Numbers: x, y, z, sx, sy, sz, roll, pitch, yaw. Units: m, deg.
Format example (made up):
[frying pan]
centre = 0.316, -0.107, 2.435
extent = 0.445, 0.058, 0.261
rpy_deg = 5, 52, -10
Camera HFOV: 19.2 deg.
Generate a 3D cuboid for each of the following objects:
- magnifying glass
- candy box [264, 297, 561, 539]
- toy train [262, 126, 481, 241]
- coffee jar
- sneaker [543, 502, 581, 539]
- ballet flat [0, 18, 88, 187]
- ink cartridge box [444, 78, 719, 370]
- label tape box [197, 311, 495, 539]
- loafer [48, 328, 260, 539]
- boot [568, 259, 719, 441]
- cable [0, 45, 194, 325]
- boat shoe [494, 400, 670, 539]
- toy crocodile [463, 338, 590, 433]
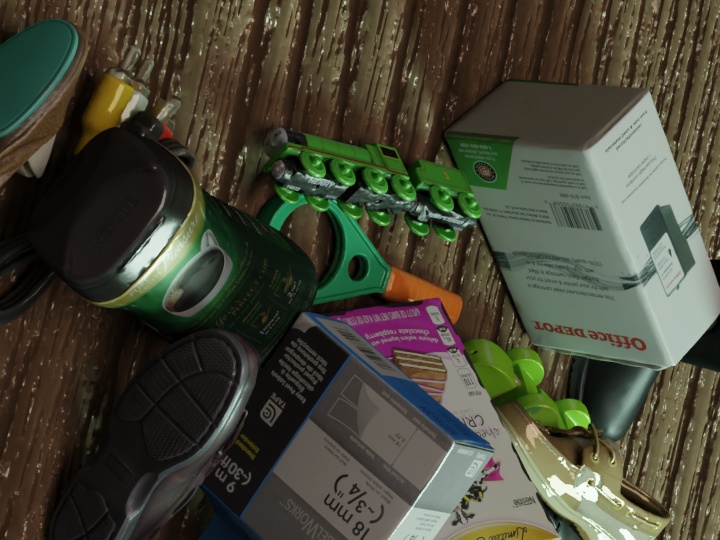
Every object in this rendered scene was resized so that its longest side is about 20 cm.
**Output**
[magnifying glass]
centre = 0.000, 0.000, 1.525
extent = 0.200, 0.022, 0.080
rpy_deg = 23, 81, -40
[candy box]
centre = 0.034, 0.122, 1.472
extent = 0.136, 0.061, 0.200
rpy_deg = -8, 63, -42
[toy train]
centre = 0.008, -0.064, 1.497
extent = 0.200, 0.042, 0.056
rpy_deg = 13, 44, -44
[coffee jar]
centre = -0.116, -0.009, 1.336
extent = 0.104, 0.085, 0.200
rpy_deg = -50, 145, 1
[sneaker]
centre = 0.124, 0.205, 1.605
extent = 0.200, 0.112, 0.073
rpy_deg = 19, 86, -41
[ballet flat]
centre = -0.228, -0.063, 1.282
extent = 0.200, 0.068, 0.072
rpy_deg = -54, 147, -22
[ink cartridge box]
centre = 0.169, -0.035, 1.587
extent = 0.083, 0.147, 0.200
rpy_deg = -42, 123, -31
[label tape box]
centre = -0.030, 0.151, 1.384
extent = 0.200, 0.144, 0.063
rpy_deg = -56, 152, 9
[loafer]
centre = -0.124, 0.113, 1.358
extent = 0.200, 0.072, 0.063
rpy_deg = -51, 154, 21
[boot]
centre = 0.262, 0.069, 1.649
extent = 0.066, 0.200, 0.165
rpy_deg = 13, 88, -43
[cable]
centre = -0.178, -0.043, 1.356
extent = 0.200, 0.050, 0.097
rpy_deg = -51, 145, -9
[boat shoe]
centre = 0.163, 0.148, 1.582
extent = 0.066, 0.074, 0.200
rpy_deg = -40, 132, 5
[toy crocodile]
centre = 0.136, 0.120, 1.638
extent = 0.062, 0.068, 0.200
rpy_deg = -31, 132, 15
